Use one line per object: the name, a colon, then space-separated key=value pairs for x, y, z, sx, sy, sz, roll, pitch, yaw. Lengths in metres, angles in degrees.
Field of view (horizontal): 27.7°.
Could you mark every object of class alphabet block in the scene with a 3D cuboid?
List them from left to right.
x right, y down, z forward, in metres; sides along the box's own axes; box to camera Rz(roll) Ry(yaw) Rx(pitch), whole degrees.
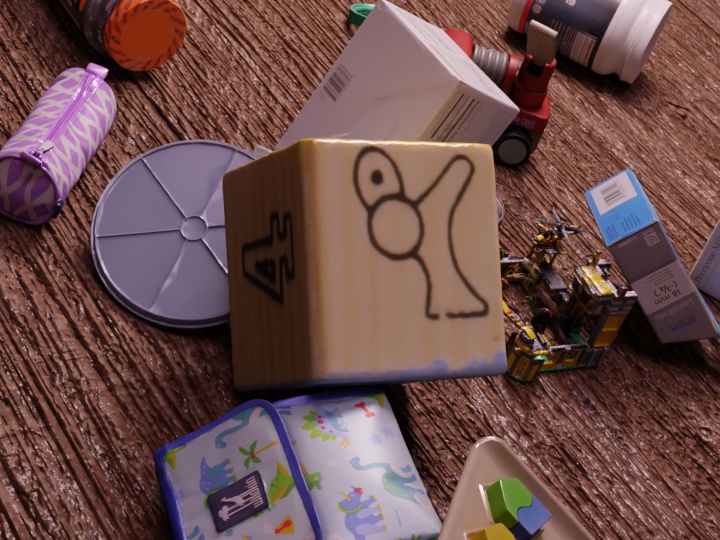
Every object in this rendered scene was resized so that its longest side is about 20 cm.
alphabet block: x=0.000 y=0.000 z=1.291 sx=0.194 sy=0.196 sz=0.202 roll=0 pitch=84 yaw=-29

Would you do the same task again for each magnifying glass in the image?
magnifying glass: x=0.040 y=-0.312 z=1.889 sx=0.079 sy=0.023 sz=0.200 roll=3 pitch=25 yaw=-20

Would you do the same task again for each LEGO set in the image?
LEGO set: x=0.189 y=0.011 z=1.508 sx=0.152 sy=0.116 sz=0.201 roll=3 pitch=39 yaw=-24

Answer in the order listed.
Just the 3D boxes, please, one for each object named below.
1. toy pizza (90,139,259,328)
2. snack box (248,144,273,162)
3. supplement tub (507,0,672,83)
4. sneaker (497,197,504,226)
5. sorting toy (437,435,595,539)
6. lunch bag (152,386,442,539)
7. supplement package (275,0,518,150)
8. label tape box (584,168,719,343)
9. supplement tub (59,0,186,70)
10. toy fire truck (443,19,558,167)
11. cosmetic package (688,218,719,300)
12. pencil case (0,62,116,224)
toy pizza: x=-0.159 y=-0.034 z=1.402 sx=0.198 sy=0.032 sz=0.202 roll=0 pitch=64 yaw=-1
snack box: x=-0.037 y=-0.030 z=1.446 sx=0.199 sy=0.117 sz=0.037 roll=26 pitch=3 yaw=5
supplement tub: x=0.319 y=-0.361 z=2.042 sx=0.199 sy=0.141 sz=0.140 roll=29 pitch=36 yaw=10
sneaker: x=0.076 y=-0.099 z=1.645 sx=0.200 sy=0.078 sz=0.082 roll=40 pitch=24 yaw=18
sorting toy: x=0.139 y=0.237 z=1.126 sx=0.185 sy=0.036 sz=0.200 roll=47 pitch=29 yaw=-6
lunch bag: x=-0.051 y=0.194 z=1.150 sx=0.198 sy=0.128 sz=0.171 roll=-7 pitch=45 yaw=-18
supplement package: x=0.036 y=-0.148 z=1.533 sx=0.110 sy=0.200 sz=0.156 roll=16 pitch=28 yaw=-48
label tape box: x=0.324 y=0.008 z=1.588 sx=0.201 sy=0.063 sz=0.145 roll=56 pitch=12 yaw=-23
supplement tub: x=-0.285 y=-0.327 z=1.694 sx=0.122 sy=0.123 sz=0.200 roll=-8 pitch=45 yaw=-35
toy fire truck: x=0.157 y=-0.238 z=1.744 sx=0.175 sy=0.201 sz=0.129 roll=18 pitch=35 yaw=-5
cosmetic package: x=0.491 y=0.010 z=1.685 sx=0.199 sy=0.102 sz=0.071 roll=30 pitch=37 yaw=12
pencil case: x=-0.306 y=-0.128 z=1.457 sx=0.083 sy=0.086 sz=0.201 roll=18 pitch=35 yaw=-3
